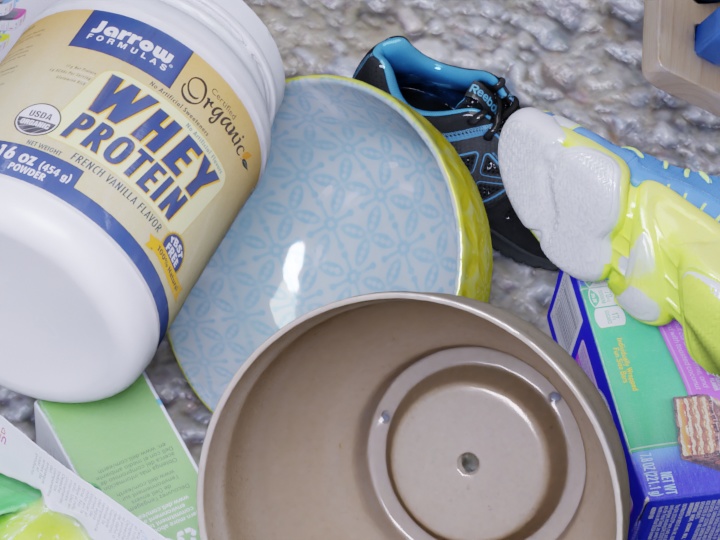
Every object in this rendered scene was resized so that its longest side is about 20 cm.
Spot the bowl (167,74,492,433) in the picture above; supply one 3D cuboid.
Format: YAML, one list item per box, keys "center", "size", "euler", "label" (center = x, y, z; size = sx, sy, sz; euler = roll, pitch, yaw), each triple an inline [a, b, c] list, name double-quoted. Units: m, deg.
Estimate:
- center: [0.000, 0.000, 1.238]
  size: [0.108, 0.200, 0.200]
  euler: [9, 41, -54]
  label: "bowl"

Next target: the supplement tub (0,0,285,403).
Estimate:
- center: [-0.131, -0.049, 1.137]
  size: [0.144, 0.145, 0.200]
  euler: [22, 51, 8]
  label: "supplement tub"

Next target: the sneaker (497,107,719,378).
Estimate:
- center: [0.168, -0.025, 1.234]
  size: [0.105, 0.076, 0.200]
  euler: [-29, 67, -39]
  label: "sneaker"

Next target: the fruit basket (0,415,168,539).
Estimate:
- center: [-0.136, 0.182, 1.066]
  size: [0.200, 0.186, 0.094]
  euler: [28, 23, 25]
  label: "fruit basket"

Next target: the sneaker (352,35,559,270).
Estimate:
- center: [0.080, -0.066, 1.322]
  size: [0.200, 0.082, 0.073]
  euler: [25, 55, 8]
  label: "sneaker"

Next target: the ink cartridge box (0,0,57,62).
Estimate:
- center: [-0.225, -0.177, 1.316]
  size: [0.200, 0.068, 0.115]
  euler: [-4, 43, -38]
  label: "ink cartridge box"

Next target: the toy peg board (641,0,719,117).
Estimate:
- center: [0.281, -0.178, 1.371]
  size: [0.199, 0.098, 0.200]
  euler: [23, 52, -21]
  label: "toy peg board"

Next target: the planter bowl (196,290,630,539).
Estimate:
- center: [0.040, 0.102, 1.078]
  size: [0.200, 0.200, 0.135]
  euler: [30, 15, 13]
  label: "planter bowl"

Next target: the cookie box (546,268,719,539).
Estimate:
- center: [0.223, 0.062, 1.258]
  size: [0.200, 0.075, 0.171]
  euler: [-6, 56, -12]
  label: "cookie box"

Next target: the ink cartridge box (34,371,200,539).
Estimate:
- center: [-0.095, 0.156, 1.138]
  size: [0.059, 0.104, 0.200]
  euler: [-22, 62, -19]
  label: "ink cartridge box"
